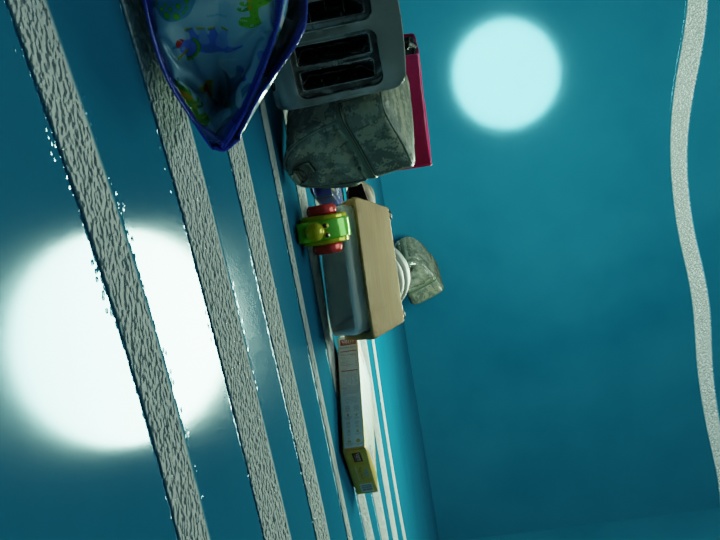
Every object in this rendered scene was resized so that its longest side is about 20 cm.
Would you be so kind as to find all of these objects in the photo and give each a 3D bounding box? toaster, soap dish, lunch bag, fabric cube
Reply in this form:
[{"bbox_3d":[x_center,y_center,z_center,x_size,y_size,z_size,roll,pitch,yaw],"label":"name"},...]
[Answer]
[{"bbox_3d":[-0.036,-0.298,1.151,0.119,0.198,0.182,-99,178,-51],"label":"toaster"},{"bbox_3d":[0.000,0.000,1.470,0.157,0.080,0.202,164,-82,-73],"label":"soap dish"},{"bbox_3d":[0.189,-0.009,3.481,0.169,0.138,0.201,59,13,-29],"label":"lunch bag"},{"bbox_3d":[-0.025,-0.212,1.315,0.140,0.166,0.201,58,22,-46],"label":"lunch bag"},{"bbox_3d":[0.022,-0.300,1.805,0.200,0.194,0.201,-88,168,-67],"label":"fabric cube"},{"bbox_3d":[-0.102,-0.213,0.753,0.171,0.126,0.202,-94,-174,-61],"label":"lunch bag"}]

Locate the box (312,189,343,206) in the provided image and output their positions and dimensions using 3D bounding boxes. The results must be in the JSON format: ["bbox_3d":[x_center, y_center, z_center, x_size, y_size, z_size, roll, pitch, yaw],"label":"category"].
[{"bbox_3d":[-0.057,-0.166,1.630,0.200,0.032,0.123,45,37,-80],"label":"box"}]

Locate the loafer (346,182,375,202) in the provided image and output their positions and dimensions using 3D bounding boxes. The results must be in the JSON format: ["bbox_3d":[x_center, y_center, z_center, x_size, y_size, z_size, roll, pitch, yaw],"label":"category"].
[{"bbox_3d":[-0.002,-0.094,1.995,0.071,0.072,0.202,48,27,-62],"label":"loafer"}]

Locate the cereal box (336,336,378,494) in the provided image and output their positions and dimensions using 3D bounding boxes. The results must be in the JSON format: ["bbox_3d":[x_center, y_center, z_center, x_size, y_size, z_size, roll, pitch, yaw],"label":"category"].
[{"bbox_3d":[-0.005,0.222,1.540,0.145,0.039,0.201,76,7,-50],"label":"cereal box"}]

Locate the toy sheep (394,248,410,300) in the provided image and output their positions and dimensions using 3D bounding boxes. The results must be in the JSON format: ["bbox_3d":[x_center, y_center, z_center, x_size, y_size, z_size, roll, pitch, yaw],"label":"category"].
[{"bbox_3d":[0.026,0.009,1.741,0.200,0.137,0.139,-28,111,-65],"label":"toy sheep"}]

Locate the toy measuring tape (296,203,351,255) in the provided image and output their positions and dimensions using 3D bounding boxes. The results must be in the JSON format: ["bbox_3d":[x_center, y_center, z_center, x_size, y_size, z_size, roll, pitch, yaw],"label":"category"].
[{"bbox_3d":[-0.044,-0.060,1.387,0.200,0.073,0.074,-47,129,-83],"label":"toy measuring tape"}]
